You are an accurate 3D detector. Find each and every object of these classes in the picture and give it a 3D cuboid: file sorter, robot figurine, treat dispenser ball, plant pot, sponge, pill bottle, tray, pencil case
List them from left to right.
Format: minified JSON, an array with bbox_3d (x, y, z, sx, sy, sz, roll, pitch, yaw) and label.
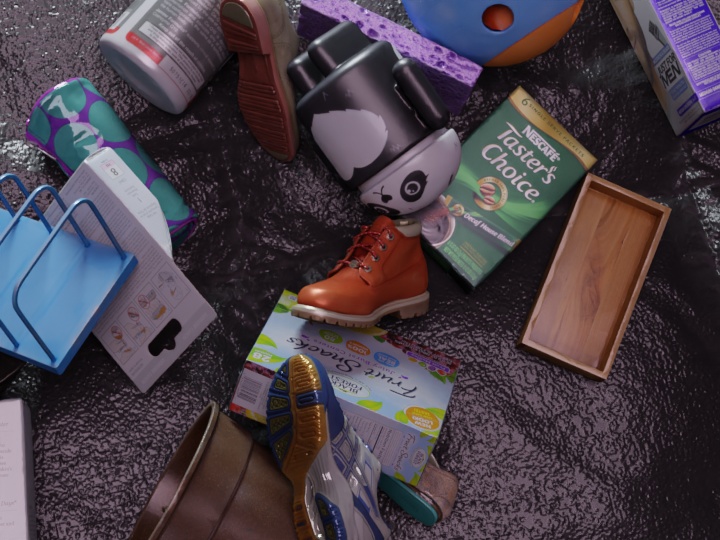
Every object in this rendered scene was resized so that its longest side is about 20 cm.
[{"bbox_3d":[-0.345,-0.016,1.600,0.200,0.123,0.139,18,61,28],"label":"file sorter"},{"bbox_3d":[-0.258,-0.098,1.729,0.092,0.085,0.200,-39,87,-15],"label":"pencil case"},{"bbox_3d":[-0.168,-0.272,1.756,0.114,0.114,0.200,40,78,2],"label":"pill bottle"},{"bbox_3d":[-0.106,0.261,1.634,0.198,0.200,0.201,29,78,-8],"label":"plant pot"},{"bbox_3d":[0.013,-0.150,1.698,0.125,0.150,0.200,-37,93,-2],"label":"robot figurine"},{"bbox_3d":[0.029,-0.232,1.772,0.200,0.112,0.030,27,80,-1],"label":"sponge"},{"bbox_3d":[0.139,-0.313,1.754,0.200,0.201,0.201,1,80,-6],"label":"treat dispenser ball"},{"bbox_3d":[0.248,0.008,1.792,0.098,0.037,0.200,23,79,-2],"label":"tray"}]

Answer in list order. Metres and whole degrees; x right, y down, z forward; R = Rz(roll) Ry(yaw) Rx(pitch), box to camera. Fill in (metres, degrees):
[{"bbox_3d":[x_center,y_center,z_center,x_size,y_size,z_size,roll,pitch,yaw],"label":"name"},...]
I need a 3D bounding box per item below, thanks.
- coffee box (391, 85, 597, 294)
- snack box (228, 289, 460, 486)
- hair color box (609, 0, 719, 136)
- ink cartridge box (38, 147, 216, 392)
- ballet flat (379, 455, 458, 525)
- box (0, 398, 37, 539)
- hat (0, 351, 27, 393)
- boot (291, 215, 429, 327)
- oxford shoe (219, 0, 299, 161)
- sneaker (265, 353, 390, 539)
[{"bbox_3d":[0.143,-0.088,1.793,0.123,0.044,0.200,45,78,3],"label":"coffee box"},{"bbox_3d":[-0.012,0.114,1.670,0.200,0.169,0.068,21,116,3],"label":"snack box"},{"bbox_3d":[0.337,-0.255,1.812,0.065,0.109,0.200,-22,82,-8],"label":"hair color box"},{"bbox_3d":[-0.235,0.000,1.679,0.200,0.163,0.057,46,41,1],"label":"ink cartridge box"},{"bbox_3d":[0.018,0.180,1.726,0.200,0.068,0.067,39,58,1],"label":"ballet flat"},{"bbox_3d":[-0.396,0.232,1.642,0.152,0.106,0.200,-3,80,-7],"label":"box"},{"bbox_3d":[-0.378,0.076,1.677,0.200,0.081,0.201,-9,42,8],"label":"hat"},{"bbox_3d":[0.000,0.000,1.688,0.075,0.200,0.107,11,105,32],"label":"boot"},{"bbox_3d":[-0.085,-0.206,1.740,0.071,0.200,0.074,21,46,34],"label":"oxford shoe"},{"bbox_3d":[-0.028,0.174,1.574,0.088,0.075,0.200,-9,88,-45],"label":"sneaker"}]
